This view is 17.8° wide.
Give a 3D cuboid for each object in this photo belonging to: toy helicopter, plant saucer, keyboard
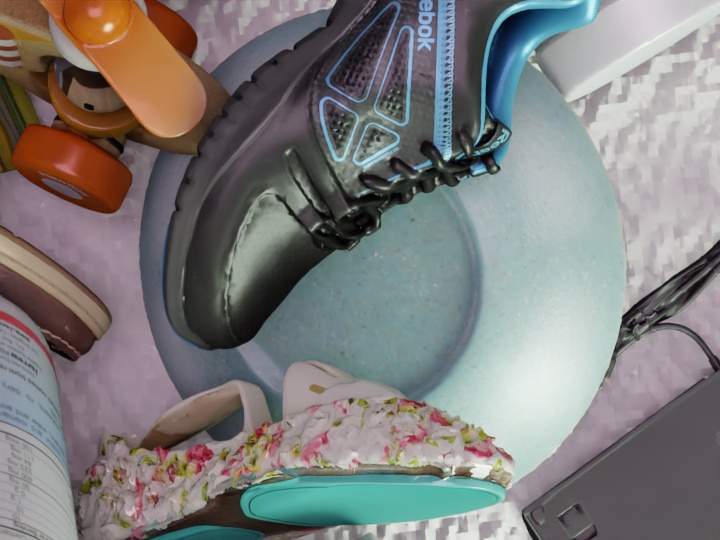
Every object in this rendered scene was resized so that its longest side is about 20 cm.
[{"bbox_3d":[-0.130,-0.096,0.826,0.199,0.132,0.079,31,78,-26],"label":"toy helicopter"},{"bbox_3d":[0.000,0.000,0.876,0.199,0.039,0.203,2,98,18],"label":"plant saucer"},{"bbox_3d":[0.149,0.049,0.915,0.199,0.021,0.127,-35,93,-2],"label":"keyboard"}]

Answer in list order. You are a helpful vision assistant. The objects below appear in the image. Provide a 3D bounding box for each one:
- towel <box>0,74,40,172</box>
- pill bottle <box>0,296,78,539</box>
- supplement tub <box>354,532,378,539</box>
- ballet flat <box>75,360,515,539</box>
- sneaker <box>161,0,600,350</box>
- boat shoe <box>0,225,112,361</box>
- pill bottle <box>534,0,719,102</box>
[{"bbox_3d":[-0.183,-0.067,0.840,0.018,0.200,0.086,-28,88,24],"label":"towel"},{"bbox_3d":[-0.151,0.108,0.802,0.108,0.109,0.201,-14,47,0],"label":"pill bottle"},{"bbox_3d":[-0.049,0.201,0.846,0.199,0.145,0.146,-31,87,-1],"label":"supplement tub"},{"bbox_3d":[-0.033,0.068,0.844,0.199,0.075,0.064,-16,65,34],"label":"ballet flat"},{"bbox_3d":[0.004,-0.048,0.809,0.082,0.073,0.201,36,96,18],"label":"sneaker"},{"bbox_3d":[-0.196,-0.001,0.883,0.199,0.072,0.072,25,80,-11],"label":"boat shoe"},{"bbox_3d":[0.064,-0.172,0.879,0.112,0.112,0.201,-29,88,-1],"label":"pill bottle"}]
